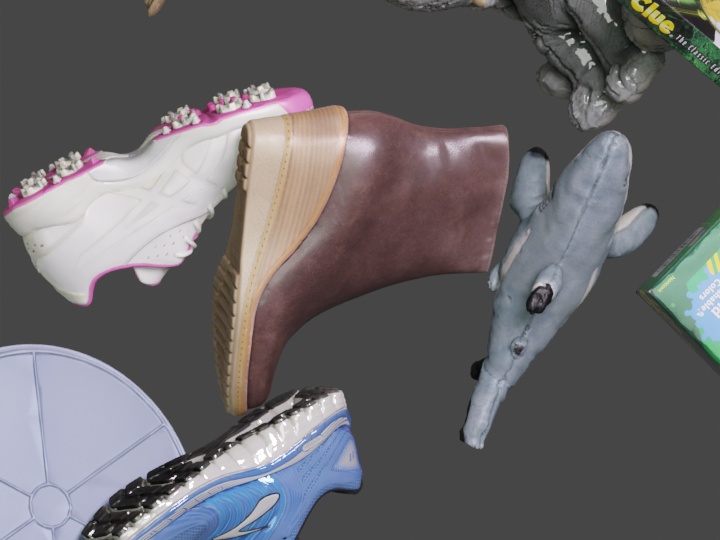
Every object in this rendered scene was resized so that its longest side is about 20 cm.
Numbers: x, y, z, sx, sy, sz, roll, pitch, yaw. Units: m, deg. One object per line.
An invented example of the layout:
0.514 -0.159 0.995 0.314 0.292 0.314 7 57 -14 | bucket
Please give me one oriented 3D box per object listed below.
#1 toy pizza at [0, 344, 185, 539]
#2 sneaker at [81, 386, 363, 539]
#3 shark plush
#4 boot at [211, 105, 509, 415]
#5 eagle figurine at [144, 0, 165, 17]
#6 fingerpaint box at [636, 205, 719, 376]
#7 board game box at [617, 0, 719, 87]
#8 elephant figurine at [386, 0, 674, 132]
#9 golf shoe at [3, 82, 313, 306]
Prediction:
-0.190 0.143 1.249 0.199 0.032 0.202 11 67 -27 | toy pizza
-0.079 0.149 1.242 0.199 0.078 0.090 -28 100 -21 | sneaker
0.100 0.006 1.251 0.091 0.083 0.200 38 92 -2 | shark plush
0.000 0.000 1.260 0.165 0.072 0.201 3 115 -16 | boot
-0.160 -0.250 1.235 0.200 0.152 0.151 46 128 6 | eagle figurine
0.294 0.000 1.251 0.200 0.073 0.167 -45 90 1 | fingerpaint box
0.197 -0.180 1.195 0.105 0.201 0.023 38 127 -18 | board game box
0.098 -0.189 1.222 0.199 0.155 0.142 36 111 -7 | elephant figurine
-0.113 -0.047 1.272 0.199 0.075 0.092 -23 102 6 | golf shoe
